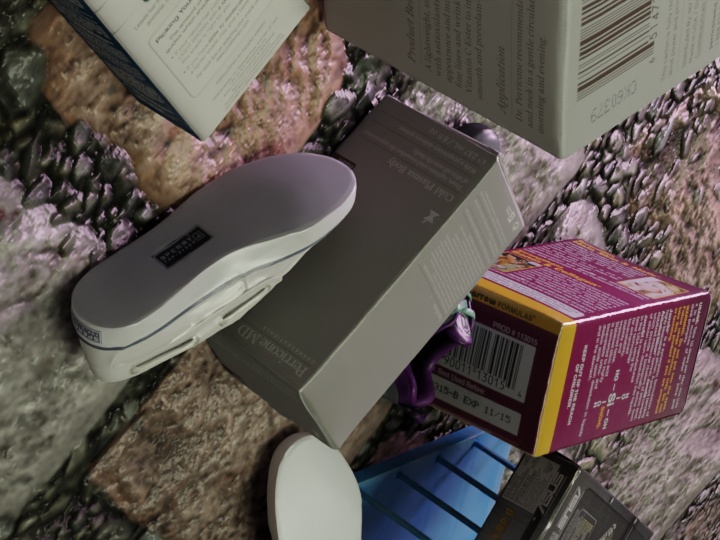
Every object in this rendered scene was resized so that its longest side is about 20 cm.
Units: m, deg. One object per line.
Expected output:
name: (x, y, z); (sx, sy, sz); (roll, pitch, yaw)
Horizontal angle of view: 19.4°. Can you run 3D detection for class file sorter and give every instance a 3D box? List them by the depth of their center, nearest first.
file sorter: (0.079, 0.218, 1.604); (0.199, 0.122, 0.140); (-17, 130, -46)

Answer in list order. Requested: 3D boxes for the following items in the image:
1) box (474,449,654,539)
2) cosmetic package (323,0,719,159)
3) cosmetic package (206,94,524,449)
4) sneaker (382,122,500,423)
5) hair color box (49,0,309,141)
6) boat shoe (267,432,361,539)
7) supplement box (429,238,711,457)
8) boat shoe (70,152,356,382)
box: (0.121, 0.241, 1.518); (0.201, 0.048, 0.158); (-60, 145, -7)
cosmetic package: (0.098, -0.201, 1.216); (0.165, 0.199, 0.166); (-33, 140, -32)
cosmetic package: (0.000, 0.000, 1.338); (0.200, 0.106, 0.090); (-49, 147, -18)
sneaker: (0.061, 0.002, 1.435); (0.074, 0.087, 0.201); (14, 105, -56)
hair color box: (-0.111, -0.164, 1.096); (0.100, 0.060, 0.200); (-52, 147, -9)
boat shoe: (-0.034, 0.202, 1.495); (0.071, 0.068, 0.201); (-29, 116, -27)
supplement box: (0.143, 0.052, 1.538); (0.199, 0.130, 0.104); (-9, 115, -48)
boat shoe: (-0.087, -0.003, 1.262); (0.199, 0.074, 0.066); (-29, 143, -23)
